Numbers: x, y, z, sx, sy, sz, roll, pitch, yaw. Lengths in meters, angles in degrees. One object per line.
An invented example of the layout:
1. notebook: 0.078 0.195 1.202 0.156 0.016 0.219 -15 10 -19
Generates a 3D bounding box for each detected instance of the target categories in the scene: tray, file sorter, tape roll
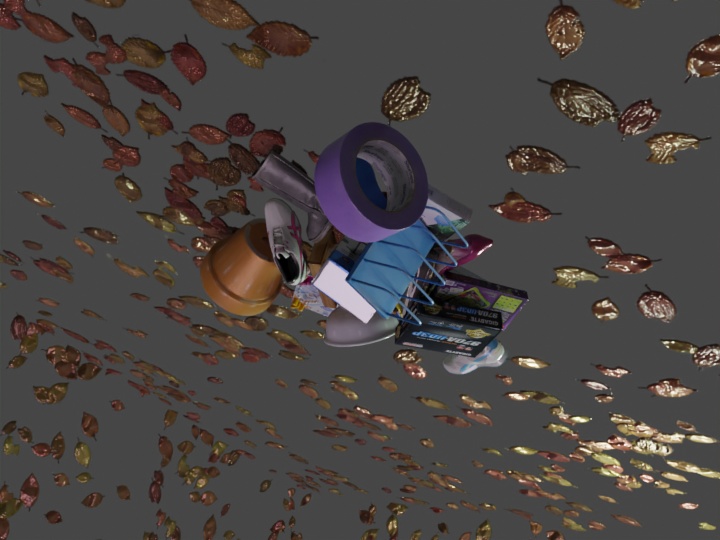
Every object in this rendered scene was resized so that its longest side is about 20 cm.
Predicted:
1. tray: -0.076 -0.003 1.798 0.037 0.099 0.200 7 149 15
2. file sorter: 0.097 -0.014 1.461 0.122 0.201 0.139 15 157 48
3. tape roll: 0.021 -0.158 1.362 0.199 0.201 0.085 33 149 -23

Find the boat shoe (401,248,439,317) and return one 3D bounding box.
1. boat shoe: 0.127 0.031 1.650 0.060 0.072 0.202 4 136 -4

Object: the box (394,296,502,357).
1. box: 0.193 0.128 1.675 0.199 0.046 0.159 11 148 -12

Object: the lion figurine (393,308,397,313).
1. lion figurine: 0.048 0.024 1.781 0.199 0.073 0.123 16 133 19

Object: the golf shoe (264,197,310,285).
1. golf shoe: -0.166 -0.065 1.682 0.072 0.092 0.201 -18 96 12

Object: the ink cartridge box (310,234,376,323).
1. ink cartridge box: 0.000 0.000 1.619 0.146 0.200 0.084 35 121 -2

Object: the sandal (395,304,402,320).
1. sandal: 0.125 0.117 1.906 0.087 0.080 0.200 8 148 43

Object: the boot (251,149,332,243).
1. boot: -0.142 -0.154 1.608 0.199 0.073 0.182 22 138 -18

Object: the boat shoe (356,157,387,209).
1. boat shoe: -0.006 -0.156 1.491 0.068 0.084 0.201 19 143 51

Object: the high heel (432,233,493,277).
1. high heel: 0.208 -0.031 1.628 0.095 0.068 0.200 -4 160 -14

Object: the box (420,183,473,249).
1. box: 0.119 -0.106 1.561 0.144 0.037 0.200 28 152 -13

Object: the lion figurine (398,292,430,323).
1. lion figurine: 0.165 0.114 1.779 0.122 0.073 0.200 4 150 -21

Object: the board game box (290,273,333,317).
1. board game box: -0.085 0.089 2.040 0.199 0.026 0.200 22 152 -2

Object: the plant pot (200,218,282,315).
1. plant pot: -0.257 -0.023 1.808 0.199 0.201 0.183 29 134 -16

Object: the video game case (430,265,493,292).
1. video game case: 0.233 0.067 1.777 0.181 0.046 0.200 27 151 -14

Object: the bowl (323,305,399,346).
1. bowl: -0.002 0.115 1.877 0.200 0.201 0.091 -3 104 36

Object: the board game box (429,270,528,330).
1. board game box: 0.253 0.069 1.662 0.199 0.032 0.120 14 132 -15

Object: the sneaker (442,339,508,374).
1. sneaker: 0.289 0.216 1.982 0.081 0.077 0.199 44 139 -22
